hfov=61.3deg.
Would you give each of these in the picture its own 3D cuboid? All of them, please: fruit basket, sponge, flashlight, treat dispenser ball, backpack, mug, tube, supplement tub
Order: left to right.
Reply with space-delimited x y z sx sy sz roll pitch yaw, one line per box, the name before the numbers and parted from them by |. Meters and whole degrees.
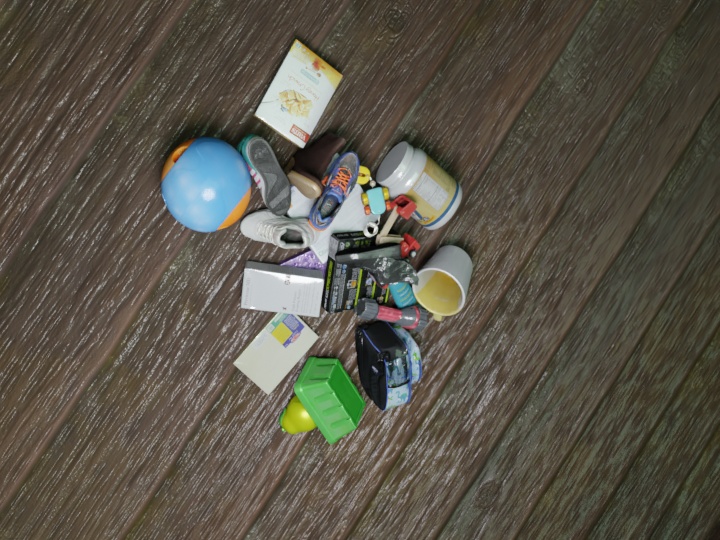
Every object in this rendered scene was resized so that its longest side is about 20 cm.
treat dispenser ball | -0.339 -0.189 1.340 0.195 0.200 0.208 -4 103 -20
fruit basket | -0.114 0.349 1.593 0.209 0.157 0.221 10 125 14
sponge | -0.103 -0.006 1.562 0.196 0.030 0.115 -25 108 -15
backpack | 0.077 0.253 1.605 0.143 0.183 0.206 -12 117 -21
flashlight | 0.082 0.111 1.576 0.195 0.068 0.069 15 107 -31
tube | 0.117 0.071 1.629 0.077 0.051 0.202 -37 139 -6
supplement tub | 0.150 -0.217 1.556 0.198 0.144 0.147 35 88 -23
mug | 0.223 0.022 1.640 0.148 0.187 0.154 39 46 -4

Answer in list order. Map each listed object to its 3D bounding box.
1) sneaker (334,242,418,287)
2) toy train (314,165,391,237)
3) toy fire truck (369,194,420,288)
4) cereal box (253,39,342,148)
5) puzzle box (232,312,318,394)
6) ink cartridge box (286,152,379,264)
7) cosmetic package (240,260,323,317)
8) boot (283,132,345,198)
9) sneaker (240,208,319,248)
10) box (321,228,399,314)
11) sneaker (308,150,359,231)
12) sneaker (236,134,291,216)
sneaker | 0.039 -0.005 1.455 0.193 0.060 0.108 -9 106 -5
toy train | -0.020 -0.183 1.496 0.198 0.056 0.152 38 86 -11
toy fire truck | 0.080 -0.068 1.506 0.201 0.049 0.141 -50 135 -3
cereal box | -0.149 -0.419 1.454 0.142 0.039 0.204 29 89 -24
puzzle box | -0.216 0.201 1.563 0.201 0.025 0.133 -47 113 -7
ink cartridge box | -0.079 -0.157 1.525 0.198 0.041 0.203 -37 99 -12
cosmetic package | -0.192 0.046 1.490 0.193 0.074 0.105 6 105 -11
boot | -0.097 -0.257 1.422 0.166 0.199 0.073 -44 124 -9
sneaker | -0.200 -0.095 1.443 0.193 0.100 0.081 6 107 8
box | 0.000 0.000 1.549 0.189 0.047 0.206 -10 120 -35
sneaker | -0.053 -0.185 1.420 0.074 0.078 0.205 25 86 -12
sneaker | -0.232 -0.232 1.424 0.082 0.121 0.204 -28 128 -14
